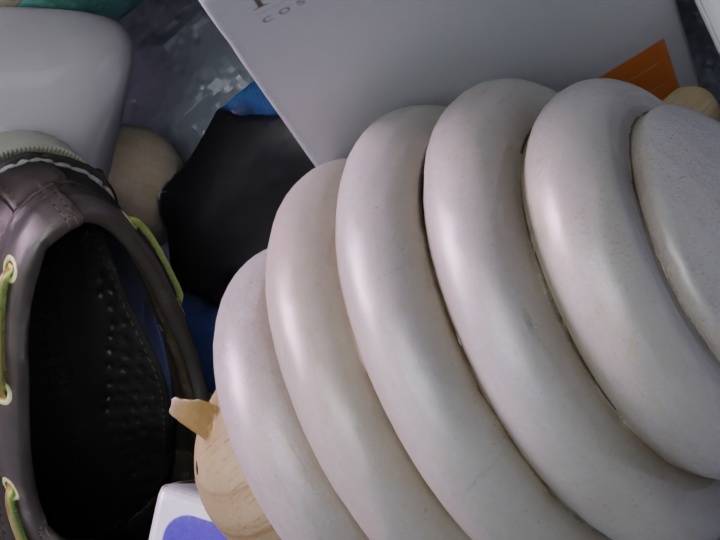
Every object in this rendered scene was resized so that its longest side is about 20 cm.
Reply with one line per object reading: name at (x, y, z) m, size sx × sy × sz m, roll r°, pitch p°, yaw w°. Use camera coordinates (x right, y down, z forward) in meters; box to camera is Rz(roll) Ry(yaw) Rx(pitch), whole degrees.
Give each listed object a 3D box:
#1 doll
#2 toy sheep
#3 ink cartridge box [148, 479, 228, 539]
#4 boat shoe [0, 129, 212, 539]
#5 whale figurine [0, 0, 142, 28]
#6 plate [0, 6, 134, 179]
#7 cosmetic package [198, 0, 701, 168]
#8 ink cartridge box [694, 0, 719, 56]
doll at (0.000, 0.000, 0.783) m, size 0.200 × 0.048 × 0.137 m, roll 18°, pitch 90°, yaw 20°
toy sheep at (0.042, 0.015, 0.637) m, size 0.200 × 0.138 × 0.138 m, roll -32°, pitch 77°, yaw 26°
ink cartridge box at (0.021, 0.174, 0.696) m, size 0.200 × 0.047 × 0.198 m, roll 15°, pitch 95°, yaw 18°
boat shoe at (-0.070, 0.062, 0.754) m, size 0.072 × 0.061 × 0.202 m, roll -24°, pitch 117°, yaw -19°
whale figurine at (-0.109, -0.152, 0.817) m, size 0.159 × 0.104 × 0.200 m, roll -38°, pitch 52°, yaw 24°
plate at (-0.166, 0.021, 0.752) m, size 0.032 × 0.199 × 0.200 m, roll 47°, pitch 129°, yaw 55°
cosmetic package at (0.016, -0.077, 0.667) m, size 0.101 × 0.200 × 0.071 m, roll -29°, pitch 68°, yaw 4°
ink cartridge box at (0.171, -0.061, 0.683) m, size 0.144 × 0.084 × 0.200 m, roll -23°, pitch 95°, yaw 18°
